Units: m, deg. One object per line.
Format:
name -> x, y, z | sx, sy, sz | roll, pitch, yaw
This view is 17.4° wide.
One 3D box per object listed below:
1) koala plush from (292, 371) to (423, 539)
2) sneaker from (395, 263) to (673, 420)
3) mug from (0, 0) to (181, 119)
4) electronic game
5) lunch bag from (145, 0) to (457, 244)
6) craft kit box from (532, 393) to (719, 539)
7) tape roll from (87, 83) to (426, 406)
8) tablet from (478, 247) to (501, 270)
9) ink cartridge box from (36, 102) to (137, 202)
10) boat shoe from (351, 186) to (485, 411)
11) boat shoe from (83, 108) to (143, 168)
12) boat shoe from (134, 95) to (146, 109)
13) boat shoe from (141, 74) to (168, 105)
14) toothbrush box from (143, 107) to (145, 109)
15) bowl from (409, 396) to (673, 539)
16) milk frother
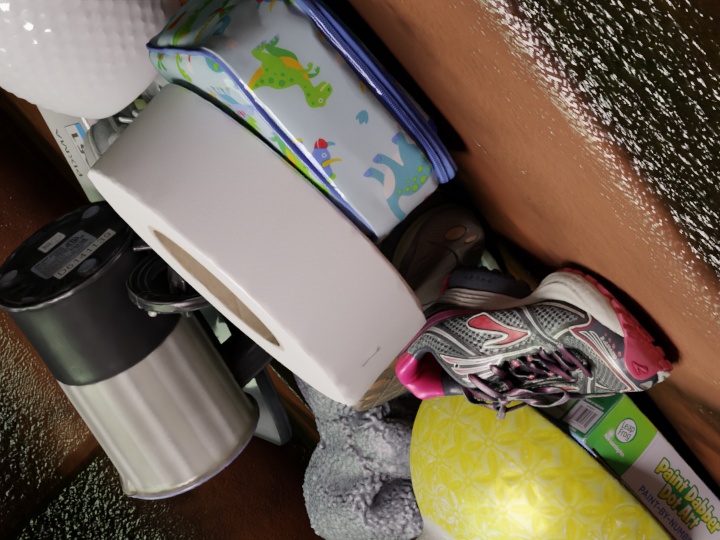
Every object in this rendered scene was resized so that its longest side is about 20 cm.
koala plush -> 0.007, 0.095, 1.844 | 0.200, 0.184, 0.177 | 62, 166, -22
sneaker -> 0.098, 0.050, 1.331 | 0.081, 0.075, 0.200 | 50, 157, -22
mug -> -0.207, -0.202, 1.553 | 0.175, 0.148, 0.200 | 41, -155, -24
electronic game -> -0.107, 0.048, 1.863 | 0.200, 0.042, 0.200 | 59, 171, 14
lunch bag -> -0.035, -0.093, 1.342 | 0.161, 0.082, 0.200 | 49, 172, -16
craft kit box -> 0.155, 0.120, 1.532 | 0.198, 0.049, 0.200 | 50, 170, -32
tape roll -> -0.060, -0.014, 1.348 | 0.202, 0.071, 0.202 | 41, 172, 7
tablet -> 0.026, -0.043, 1.531 | 0.200, 0.014, 0.130 | 41, 171, 27
ink cartridge box -> -0.226, -0.146, 1.720 | 0.200, 0.045, 0.176 | 62, 161, -10
boat shoe -> 0.023, 0.010, 1.469 | 0.073, 0.074, 0.200 | 55, 146, 26
boat shoe -> -0.123, -0.061, 1.562 | 0.074, 0.065, 0.202 | 32, -173, -34
boat shoe -> -0.196, -0.160, 1.946 | 0.201, 0.073, 0.063 | 21, -120, -85
boat shoe -> -0.098, -0.126, 1.577 | 0.201, 0.070, 0.072 | 44, 160, 45
toothbrush box -> -0.111, -0.074, 1.830 | 0.146, 0.086, 0.200 | 46, 173, -3
bowl -> 0.097, 0.161, 1.493 | 0.200, 0.108, 0.200 | 41, 172, 7
milk frother -> -0.129, 0.058, 1.644 | 0.188, 0.180, 0.200 | 59, 179, -29
